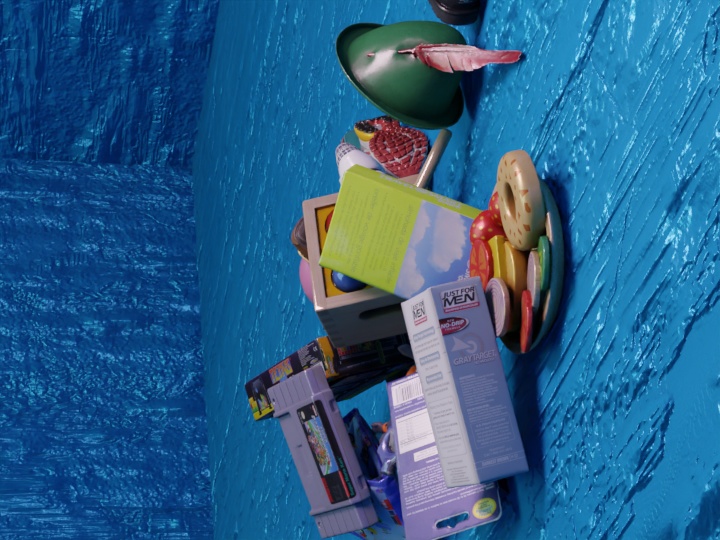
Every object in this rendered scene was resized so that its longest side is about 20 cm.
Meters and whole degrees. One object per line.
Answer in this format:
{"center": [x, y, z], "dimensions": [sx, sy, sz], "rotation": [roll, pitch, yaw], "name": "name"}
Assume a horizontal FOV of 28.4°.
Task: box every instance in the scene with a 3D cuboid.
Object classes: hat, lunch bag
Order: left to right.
{"center": [0.024, 0.286, 1.772], "dimensions": [0.151, 0.094, 0.200], "rotation": [64, 167, -25], "name": "lunch bag"}
{"center": [0.092, -0.274, 1.627], "dimensions": [0.166, 0.200, 0.176], "rotation": [-46, -7, -49], "name": "hat"}

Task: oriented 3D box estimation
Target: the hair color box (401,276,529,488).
{"center": [0.105, 0.116, 1.455], "dimensions": [0.099, 0.060, 0.201], "rotation": [146, 110, -70], "name": "hair color box"}

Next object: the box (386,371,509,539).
{"center": [0.095, 0.198, 1.560], "dimensions": [0.032, 0.121, 0.201], "rotation": [38, -143, -48], "name": "box"}

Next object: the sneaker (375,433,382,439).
{"center": [0.006, 0.291, 2.026], "dimensions": [0.201, 0.075, 0.081], "rotation": [106, 147, -53], "name": "sneaker"}

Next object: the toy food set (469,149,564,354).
{"center": [0.154, -0.010, 1.443], "dimensions": [0.200, 0.048, 0.200], "rotation": [137, 131, -70], "name": "toy food set"}

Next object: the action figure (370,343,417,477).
{"center": [0.092, 0.153, 1.684], "dimensions": [0.201, 0.104, 0.193], "rotation": [-59, 25, 5], "name": "action figure"}

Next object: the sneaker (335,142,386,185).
{"center": [0.020, -0.089, 1.852], "dimensions": [0.081, 0.076, 0.200], "rotation": [50, 170, 33], "name": "sneaker"}

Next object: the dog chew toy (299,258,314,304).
{"center": [-0.024, -0.022, 2.011], "dimensions": [0.200, 0.124, 0.125], "rotation": [95, 170, -60], "name": "dog chew toy"}

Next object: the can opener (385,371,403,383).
{"center": [0.041, 0.056, 1.952], "dimensions": [0.066, 0.052, 0.202], "rotation": [11, -99, -69], "name": "can opener"}

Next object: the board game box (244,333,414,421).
{"center": [-0.032, 0.129, 1.852], "dimensions": [0.200, 0.165, 0.057], "rotation": [-33, 72, 50], "name": "board game box"}

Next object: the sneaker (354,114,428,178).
{"center": [0.048, -0.149, 1.906], "dimensions": [0.200, 0.077, 0.083], "rotation": [-119, 15, -68], "name": "sneaker"}

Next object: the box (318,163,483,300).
{"center": [0.063, -0.029, 1.592], "dimensions": [0.048, 0.199, 0.123], "rotation": [-42, -29, -65], "name": "box"}

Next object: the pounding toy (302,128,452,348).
{"center": [0.037, -0.038, 1.706], "dimensions": [0.142, 0.199, 0.185], "rotation": [65, -165, -58], "name": "pounding toy"}

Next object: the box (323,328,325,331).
{"center": [-0.022, -0.003, 2.193], "dimensions": [0.083, 0.049, 0.201], "rotation": [-101, 19, -44], "name": "box"}

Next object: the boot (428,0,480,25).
{"center": [0.103, -0.407, 1.657], "dimensions": [0.201, 0.076, 0.169], "rotation": [-111, 22, -43], "name": "boot"}

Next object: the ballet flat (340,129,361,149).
{"center": [0.008, -0.140, 2.081], "dimensions": [0.200, 0.069, 0.072], "rotation": [-106, 3, -62], "name": "ballet flat"}

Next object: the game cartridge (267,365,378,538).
{"center": [-0.048, 0.223, 1.730], "dimensions": [0.130, 0.038, 0.201], "rotation": [-34, 76, 64], "name": "game cartridge"}

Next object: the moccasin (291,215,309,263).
{"center": [-0.001, 0.001, 1.840], "dimensions": [0.074, 0.200, 0.078], "rotation": [-63, -8, -18], "name": "moccasin"}
